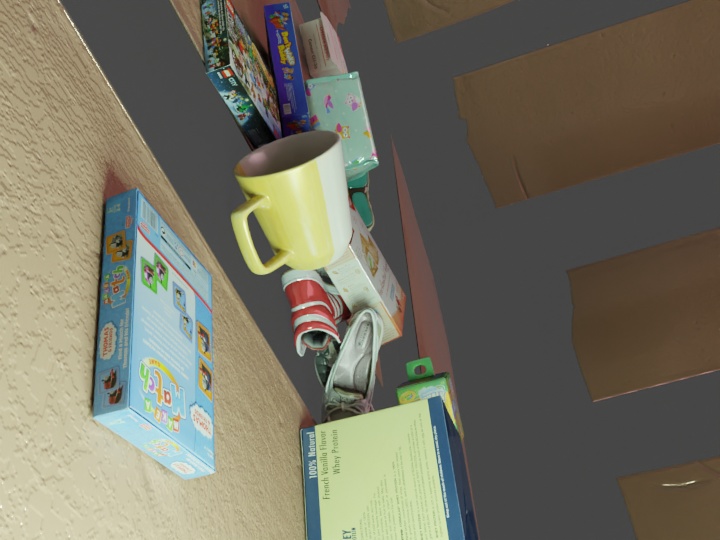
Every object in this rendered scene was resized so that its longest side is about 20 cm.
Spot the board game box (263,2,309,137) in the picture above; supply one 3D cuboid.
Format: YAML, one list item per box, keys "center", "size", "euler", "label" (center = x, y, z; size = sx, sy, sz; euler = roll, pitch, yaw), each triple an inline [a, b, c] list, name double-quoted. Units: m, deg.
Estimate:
- center: [-0.121, -0.313, 1.389]
  size: [0.135, 0.044, 0.205]
  euler: [99, -19, -72]
  label: "board game box"

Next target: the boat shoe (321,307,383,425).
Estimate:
- center: [-0.012, 0.154, 1.211]
  size: [0.065, 0.073, 0.207]
  euler: [65, 42, -80]
  label: "boat shoe"

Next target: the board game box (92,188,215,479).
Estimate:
- center: [-0.172, 0.057, 0.726]
  size: [0.152, 0.036, 0.204]
  euler: [61, 18, -55]
  label: "board game box"

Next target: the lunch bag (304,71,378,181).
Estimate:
- center: [-0.052, -0.245, 1.521]
  size: [0.200, 0.119, 0.175]
  euler: [160, -83, -74]
  label: "lunch bag"

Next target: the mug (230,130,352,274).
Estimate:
- center: [-0.094, -0.080, 1.130]
  size: [0.149, 0.184, 0.156]
  euler: [36, -33, 59]
  label: "mug"

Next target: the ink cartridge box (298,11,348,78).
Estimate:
- center: [-0.082, -0.483, 1.870]
  size: [0.200, 0.066, 0.119]
  euler: [16, 60, -80]
  label: "ink cartridge box"

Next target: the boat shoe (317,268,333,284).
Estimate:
- center: [-0.063, -0.024, 1.348]
  size: [0.074, 0.064, 0.202]
  euler: [-92, 164, -49]
  label: "boat shoe"

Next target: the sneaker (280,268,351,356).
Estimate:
- center: [-0.054, 0.077, 1.246]
  size: [0.200, 0.070, 0.115]
  euler: [37, 35, -62]
  label: "sneaker"

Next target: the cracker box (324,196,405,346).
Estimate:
- center: [0.000, 0.000, 1.299]
  size: [0.202, 0.057, 0.135]
  euler: [58, 18, -19]
  label: "cracker box"

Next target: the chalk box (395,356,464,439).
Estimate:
- center: [0.156, 0.306, 1.939]
  size: [0.124, 0.122, 0.205]
  euler: [4, 70, -79]
  label: "chalk box"

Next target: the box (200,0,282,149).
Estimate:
- center: [-0.167, -0.278, 1.203]
  size: [0.201, 0.037, 0.139]
  euler: [58, 21, -60]
  label: "box"

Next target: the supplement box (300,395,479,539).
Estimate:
- center: [0.039, 0.300, 1.088]
  size: [0.135, 0.195, 0.204]
  euler: [61, 17, -52]
  label: "supplement box"

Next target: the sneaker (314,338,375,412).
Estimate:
- center: [-0.015, 0.203, 1.293]
  size: [0.080, 0.076, 0.205]
  euler: [60, 16, -84]
  label: "sneaker"

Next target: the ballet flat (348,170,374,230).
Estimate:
- center: [-0.012, -0.169, 1.893]
  size: [0.063, 0.066, 0.205]
  euler: [118, -31, -63]
  label: "ballet flat"

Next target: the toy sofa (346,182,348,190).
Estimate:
- center: [-0.084, -0.148, 1.294]
  size: [0.200, 0.095, 0.085]
  euler: [-17, 98, -79]
  label: "toy sofa"
